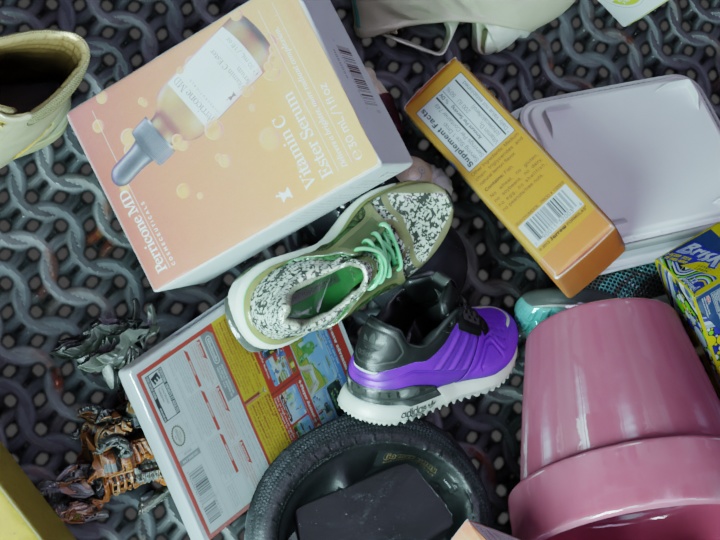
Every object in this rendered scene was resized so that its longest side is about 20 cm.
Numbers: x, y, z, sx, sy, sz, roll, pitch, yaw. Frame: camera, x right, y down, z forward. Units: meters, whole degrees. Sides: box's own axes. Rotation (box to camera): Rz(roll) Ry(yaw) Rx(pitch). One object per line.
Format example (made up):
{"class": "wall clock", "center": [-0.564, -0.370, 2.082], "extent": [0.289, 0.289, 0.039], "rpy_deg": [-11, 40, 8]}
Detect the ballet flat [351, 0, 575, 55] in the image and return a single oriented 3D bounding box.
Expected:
{"class": "ballet flat", "center": [0.085, -0.212, 1.424], "extent": [0.198, 0.069, 0.070], "rpy_deg": [2, 79, -17]}

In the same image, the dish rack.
{"class": "dish rack", "center": [0.234, -0.091, 1.427], "extent": [0.198, 0.044, 0.173], "rpy_deg": [-13, 64, -20]}

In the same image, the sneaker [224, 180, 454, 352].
{"class": "sneaker", "center": [0.000, 0.000, 1.253], "extent": [0.199, 0.088, 0.077], "rpy_deg": [-34, 108, -21]}

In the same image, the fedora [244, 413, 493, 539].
{"class": "fedora", "center": [-0.001, 0.203, 1.291], "extent": [0.198, 0.092, 0.203], "rpy_deg": [4, 78, -18]}

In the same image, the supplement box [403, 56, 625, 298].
{"class": "supplement box", "center": [0.122, -0.075, 1.357], "extent": [0.069, 0.067, 0.201], "rpy_deg": [-40, 67, 4]}

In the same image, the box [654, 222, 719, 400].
{"class": "box", "center": [0.306, 0.066, 1.380], "extent": [0.064, 0.070, 0.201], "rpy_deg": [-28, 123, -5]}

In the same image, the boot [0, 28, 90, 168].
{"class": "boot", "center": [-0.290, -0.102, 1.218], "extent": [0.199, 0.155, 0.073], "rpy_deg": [-26, 88, -21]}

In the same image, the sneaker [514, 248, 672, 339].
{"class": "sneaker", "center": [0.214, 0.014, 1.424], "extent": [0.198, 0.078, 0.092], "rpy_deg": [-3, 64, -22]}

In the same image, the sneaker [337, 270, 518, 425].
{"class": "sneaker", "center": [0.065, 0.045, 1.307], "extent": [0.199, 0.069, 0.101], "rpy_deg": [-22, 128, -49]}

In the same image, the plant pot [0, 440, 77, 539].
{"class": "plant pot", "center": [-0.293, 0.193, 1.137], "extent": [0.194, 0.200, 0.196], "rpy_deg": [-38, 94, -21]}

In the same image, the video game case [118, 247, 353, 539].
{"class": "video game case", "center": [-0.080, 0.090, 1.273], "extent": [0.199, 0.017, 0.144], "rpy_deg": [-35, 110, -39]}

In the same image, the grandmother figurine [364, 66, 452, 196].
{"class": "grandmother figurine", "center": [-0.012, -0.107, 1.368], "extent": [0.199, 0.061, 0.122], "rpy_deg": [35, 85, -7]}

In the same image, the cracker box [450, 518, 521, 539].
{"class": "cracker box", "center": [0.106, 0.272, 1.253], "extent": [0.134, 0.058, 0.199], "rpy_deg": [-53, 138, 7]}

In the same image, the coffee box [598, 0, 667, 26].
{"class": "coffee box", "center": [0.257, -0.364, 1.433], "extent": [0.198, 0.200, 0.200], "rpy_deg": [43, 70, -7]}

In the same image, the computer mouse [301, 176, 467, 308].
{"class": "computer mouse", "center": [0.002, -0.030, 1.335], "extent": [0.199, 0.053, 0.139], "rpy_deg": [39, 107, -15]}

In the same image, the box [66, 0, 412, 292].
{"class": "box", "center": [-0.088, -0.098, 1.261], "extent": [0.199, 0.106, 0.153], "rpy_deg": [-29, 86, 14]}

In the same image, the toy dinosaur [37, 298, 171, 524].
{"class": "toy dinosaur", "center": [-0.162, 0.101, 1.273], "extent": [0.200, 0.102, 0.136], "rpy_deg": [-45, 111, -39]}

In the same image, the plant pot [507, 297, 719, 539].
{"class": "plant pot", "center": [0.206, 0.129, 1.336], "extent": [0.198, 0.200, 0.181], "rpy_deg": [1, 63, -18]}
